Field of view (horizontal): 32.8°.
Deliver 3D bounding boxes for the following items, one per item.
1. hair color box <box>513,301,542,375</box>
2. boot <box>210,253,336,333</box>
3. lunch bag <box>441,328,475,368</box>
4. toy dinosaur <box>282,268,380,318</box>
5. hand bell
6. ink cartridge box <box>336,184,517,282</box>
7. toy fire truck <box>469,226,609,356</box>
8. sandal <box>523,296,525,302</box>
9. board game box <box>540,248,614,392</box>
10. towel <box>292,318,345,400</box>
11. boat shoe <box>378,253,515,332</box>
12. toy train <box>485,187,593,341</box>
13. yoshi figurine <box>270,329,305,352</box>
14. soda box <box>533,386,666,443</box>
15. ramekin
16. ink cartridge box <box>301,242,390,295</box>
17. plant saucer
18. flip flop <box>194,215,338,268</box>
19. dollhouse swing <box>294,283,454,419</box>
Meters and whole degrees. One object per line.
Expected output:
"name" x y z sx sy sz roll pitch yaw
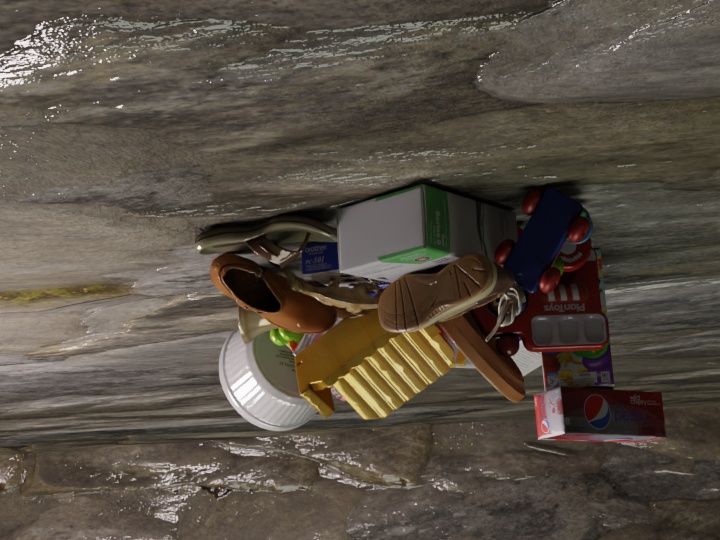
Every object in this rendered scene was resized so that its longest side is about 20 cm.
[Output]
"hair color box" 0.286 0.098 1.974 0.199 0.065 0.109 -33 144 25
"boot" -0.113 0.040 1.653 0.198 0.074 0.155 23 179 -12
"lunch bag" 0.126 0.082 1.905 0.167 0.129 0.200 3 -167 -19
"toy dinosaur" -0.006 0.039 1.634 0.197 0.059 0.101 9 -177 11
"hand bell" -0.072 0.056 1.788 0.197 0.106 0.104 1 166 7
"ink cartridge box" 0.089 -0.036 1.544 0.145 0.085 0.199 -15 162 40
"toy fire truck" 0.234 0.030 1.666 0.197 0.170 0.112 -3 166 -3
"sandal" 0.305 0.067 2.041 0.079 0.058 0.201 -10 162 7
"board game box" 0.315 0.082 1.819 0.102 0.203 0.105 -5 165 8
"towel" -0.026 0.112 1.936 0.030 0.147 0.200 27 167 29
"boat shoe" 0.105 0.033 1.510 0.071 0.073 0.199 11 153 -41
"toy train" 0.220 -0.001 1.537 0.084 0.202 0.115 33 -168 23
"yoshi figurine" -0.080 0.067 1.946 0.111 0.113 0.199 34 -161 24
"soda box" 0.348 0.210 1.771 0.198 0.071 0.063 7 161 -31
"ramekin" -0.129 0.157 2.043 0.200 0.205 0.094 5 151 -31
"ink cartridge box" 0.000 0.000 1.746 0.093 0.045 0.200 -7 165 22
"plant saucer" 0.163 0.098 1.704 0.032 0.201 0.200 -41 157 8
"flip flop" -0.120 -0.030 1.573 0.197 0.058 0.081 -7 165 13
"dollhouse swing" 0.039 0.143 1.704 0.199 0.176 0.182 -36 -161 6
